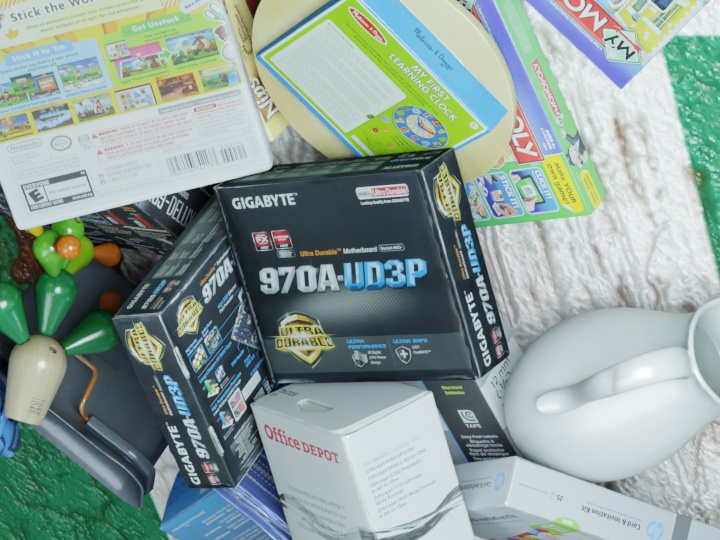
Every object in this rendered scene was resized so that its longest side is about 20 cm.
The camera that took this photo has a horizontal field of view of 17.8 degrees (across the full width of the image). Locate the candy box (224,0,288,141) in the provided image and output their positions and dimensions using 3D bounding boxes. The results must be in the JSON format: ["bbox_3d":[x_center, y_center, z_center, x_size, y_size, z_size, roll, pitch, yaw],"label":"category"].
[{"bbox_3d":[-0.149,-0.156,1.745,0.199,0.055,0.116,2,126,38],"label":"candy box"}]

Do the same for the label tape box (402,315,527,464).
[{"bbox_3d":[0.045,0.066,1.751,0.142,0.066,0.201,-2,132,39],"label":"label tape box"}]

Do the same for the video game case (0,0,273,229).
[{"bbox_3d":[-0.182,-0.133,1.659,0.198,0.023,0.183,-13,117,8],"label":"video game case"}]

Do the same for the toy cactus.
[{"bbox_3d":[-0.234,0.039,1.798,0.102,0.199,0.166,14,89,43],"label":"toy cactus"}]

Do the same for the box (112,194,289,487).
[{"bbox_3d":[-0.097,0.043,1.754,0.046,0.200,0.160,-3,123,31],"label":"box"}]

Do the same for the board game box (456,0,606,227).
[{"bbox_3d":[0.077,-0.123,1.621,0.134,0.029,0.201,-5,121,41],"label":"board game box"}]

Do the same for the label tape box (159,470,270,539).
[{"bbox_3d":[-0.050,0.219,1.974,0.199,0.066,0.143,30,143,-20],"label":"label tape box"}]

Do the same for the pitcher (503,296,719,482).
[{"bbox_3d":[0.181,0.081,1.613,0.199,0.171,0.122,-21,76,44],"label":"pitcher"}]

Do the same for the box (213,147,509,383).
[{"bbox_3d":[0.000,0.000,1.661,0.199,0.046,0.160,-2,111,39],"label":"box"}]

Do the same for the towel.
[{"bbox_3d":[-0.067,0.154,1.849,0.144,0.200,0.024,38,111,4],"label":"towel"}]

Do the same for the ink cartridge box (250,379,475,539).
[{"bbox_3d":[0.011,0.182,1.693,0.145,0.083,0.201,12,122,59],"label":"ink cartridge box"}]

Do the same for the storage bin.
[{"bbox_3d":[-0.219,0.077,1.921,0.199,0.135,0.146,36,163,5],"label":"storage bin"}]

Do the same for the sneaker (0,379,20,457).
[{"bbox_3d":[-0.301,0.105,1.830,0.078,0.066,0.200,33,164,6],"label":"sneaker"}]

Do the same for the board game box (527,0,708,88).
[{"bbox_3d":[0.136,-0.226,1.476,0.200,0.029,0.135,43,138,-1],"label":"board game box"}]

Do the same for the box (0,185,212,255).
[{"bbox_3d":[-0.227,-0.068,1.828,0.199,0.050,0.158,9,162,32],"label":"box"}]

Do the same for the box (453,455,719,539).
[{"bbox_3d":[0.160,0.189,1.712,0.199,0.041,0.156,21,164,-21],"label":"box"}]

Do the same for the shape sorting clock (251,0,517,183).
[{"bbox_3d":[0.016,-0.136,1.603,0.199,0.039,0.201,21,144,16],"label":"shape sorting clock"}]
